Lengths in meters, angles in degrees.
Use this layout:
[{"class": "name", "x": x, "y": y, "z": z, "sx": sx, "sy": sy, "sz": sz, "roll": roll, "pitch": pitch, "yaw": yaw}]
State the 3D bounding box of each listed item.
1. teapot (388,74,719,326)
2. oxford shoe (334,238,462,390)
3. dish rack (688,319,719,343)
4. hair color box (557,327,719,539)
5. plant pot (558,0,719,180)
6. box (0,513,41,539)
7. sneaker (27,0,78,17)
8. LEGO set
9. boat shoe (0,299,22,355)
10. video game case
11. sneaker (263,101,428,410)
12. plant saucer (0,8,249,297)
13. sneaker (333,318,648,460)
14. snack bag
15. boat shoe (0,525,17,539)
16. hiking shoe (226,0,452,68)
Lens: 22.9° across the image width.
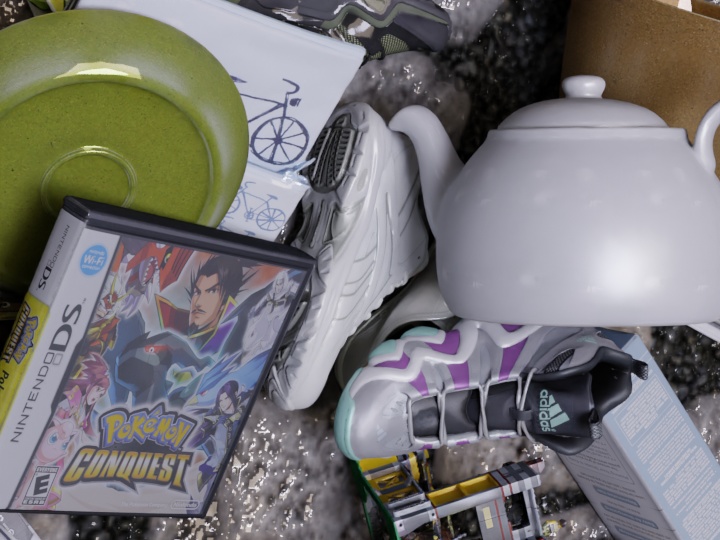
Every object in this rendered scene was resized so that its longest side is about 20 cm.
[{"class": "teapot", "x": 0.141, "y": -0.044, "z": 1.074, "sx": 0.198, "sy": 0.197, "sz": 0.147, "roll": 0, "pitch": 93, "yaw": -21}, {"class": "oxford shoe", "x": 0.066, "y": 0.017, "z": 1.196, "sx": 0.200, "sy": 0.058, "sz": 0.075, "roll": -45, "pitch": 114, "yaw": -19}, {"class": "dish rack", "x": 0.305, "y": -0.025, "z": 1.339, "sx": 0.199, "sy": 0.043, "sz": 0.173, "roll": 26, "pitch": 84, "yaw": -29}, {"class": "hair color box", "x": 0.194, "y": 0.130, "z": 1.261, "sx": 0.061, "sy": 0.099, "sz": 0.201, "roll": -43, "pitch": 115, "yaw": -19}, {"class": "plant pot", "x": 0.207, "y": -0.082, "z": 1.209, "sx": 0.185, "sy": 0.186, "sz": 0.202, "roll": 8, "pitch": 105, "yaw": -31}, {"class": "box", "x": -0.253, "y": 0.204, "z": 1.038, "sx": 0.158, "sy": 0.048, "sz": 0.201, "roll": -40, "pitch": 114, "yaw": -19}, {"class": "sneaker", "x": -0.153, "y": -0.182, "z": 1.030, "sx": 0.076, "sy": 0.075, "sz": 0.202, "roll": 3, "pitch": 94, "yaw": -32}, {"class": "LEGO set", "x": 0.076, "y": 0.192, "z": 1.170, "sx": 0.115, "sy": 0.154, "sz": 0.202, "roll": -16, "pitch": 98, "yaw": -10}, {"class": "boat shoe", "x": -0.179, "y": 0.059, "z": 1.050, "sx": 0.199, "sy": 0.068, "sz": 0.073, "roll": 12, "pitch": 90, "yaw": -31}, {"class": "video game case", "x": -0.127, "y": 0.058, "z": 1.035, "sx": 0.199, "sy": 0.025, "sz": 0.182, "roll": 12, "pitch": 105, "yaw": -52}, {"class": "sneaker", "x": 0.000, "y": 0.000, "z": 1.145, "sx": 0.099, "sy": 0.078, "sz": 0.201, "roll": 22, "pitch": 86, "yaw": -34}, {"class": "plant saucer", "x": -0.157, "y": -0.054, "z": 1.011, "sx": 0.198, "sy": 0.031, "sz": 0.201, "roll": -10, "pitch": 131, "yaw": -12}, {"class": "sneaker", "x": 0.093, "y": 0.081, "z": 1.109, "sx": 0.199, "sy": 0.140, "sz": 0.078, "roll": -26, "pitch": 122, "yaw": -27}, {"class": "snack bag", "x": -0.109, "y": -0.076, "z": 1.045, "sx": 0.187, "sy": 0.021, "sz": 0.201, "roll": 16, "pitch": 121, "yaw": -31}, {"class": "boat shoe", "x": -0.172, "y": 0.208, "z": 1.021, "sx": 0.200, "sy": 0.072, "sz": 0.066, "roll": 52, "pitch": 37, "yaw": -10}, {"class": "hiking shoe", "x": -0.038, "y": -0.134, "z": 1.114, "sx": 0.198, "sy": 0.076, "sz": 0.102, "roll": -1, "pitch": 106, "yaw": -21}]
